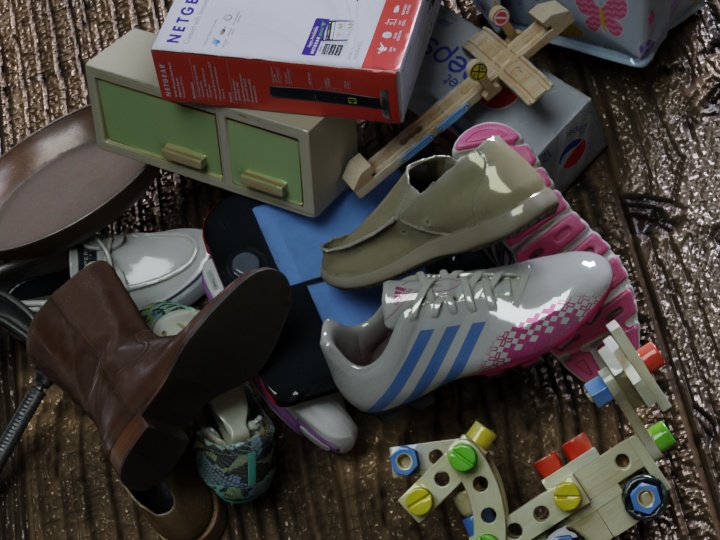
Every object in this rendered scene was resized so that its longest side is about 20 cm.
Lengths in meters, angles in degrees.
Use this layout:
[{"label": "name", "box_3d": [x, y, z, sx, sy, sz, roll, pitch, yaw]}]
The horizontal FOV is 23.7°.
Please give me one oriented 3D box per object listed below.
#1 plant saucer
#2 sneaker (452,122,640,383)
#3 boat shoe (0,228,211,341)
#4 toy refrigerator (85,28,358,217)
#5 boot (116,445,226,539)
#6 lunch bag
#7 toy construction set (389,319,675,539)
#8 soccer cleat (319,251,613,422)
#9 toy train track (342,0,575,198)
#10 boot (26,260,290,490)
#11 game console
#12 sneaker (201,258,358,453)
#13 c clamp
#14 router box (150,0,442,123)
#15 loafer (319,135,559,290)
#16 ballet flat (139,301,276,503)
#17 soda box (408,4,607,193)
[{"label": "plant saucer", "box_3d": [-0.234, -0.070, 1.381, 0.199, 0.032, 0.201, -22, 31, 14]}, {"label": "sneaker", "box_3d": [0.130, -0.010, 1.197, 0.074, 0.087, 0.200, -33, 83, 0]}, {"label": "boat shoe", "box_3d": [-0.206, 0.002, 1.345, 0.199, 0.066, 0.072, -10, 59, 18]}, {"label": "toy refrigerator", "box_3d": [-0.104, -0.109, 1.261, 0.199, 0.076, 0.070, 19, 42, 25]}, {"label": "boot", "box_3d": [-0.162, 0.112, 1.261, 0.073, 0.075, 0.200, -35, 54, 4]}, {"label": "lunch bag", "box_3d": [0.144, -0.260, 1.265, 0.199, 0.170, 0.127, 24, 51, 32]}, {"label": "toy construction set", "box_3d": [0.125, 0.122, 1.106, 0.200, 0.092, 0.131, -36, 80, 19]}, {"label": "soccer cleat", "box_3d": [0.065, 0.030, 1.116, 0.199, 0.086, 0.070, -28, 30, 16]}, {"label": "toy train track", "box_3d": [0.064, -0.129, 1.222, 0.200, 0.033, 0.115, -40, 36, 1]}, {"label": "boot", "box_3d": [-0.152, 0.033, 1.218, 0.187, 0.064, 0.200, -50, 39, 4]}, {"label": "game console", "box_3d": [0.000, 0.000, 1.232, 0.199, 0.031, 0.177, -16, 54, -15]}, {"label": "sneaker", "box_3d": [-0.043, 0.042, 1.247, 0.099, 0.075, 0.200, -34, 55, 2]}, {"label": "c clamp", "box_3d": [-0.287, 0.122, 1.317, 0.170, 0.027, 0.201, 25, 89, 25]}, {"label": "router box", "box_3d": [-0.035, -0.197, 1.243, 0.179, 0.049, 0.201, 6, 49, 12]}, {"label": "loafer", "box_3d": [0.045, -0.039, 1.145, 0.200, 0.076, 0.069, -20, 92, 41]}, {"label": "ballet flat", "box_3d": [-0.110, 0.075, 1.244, 0.074, 0.074, 0.200, -36, 53, 2]}, {"label": "soda box", "box_3d": [0.088, -0.134, 1.293, 0.068, 0.063, 0.200, -46, 56, -9]}]
